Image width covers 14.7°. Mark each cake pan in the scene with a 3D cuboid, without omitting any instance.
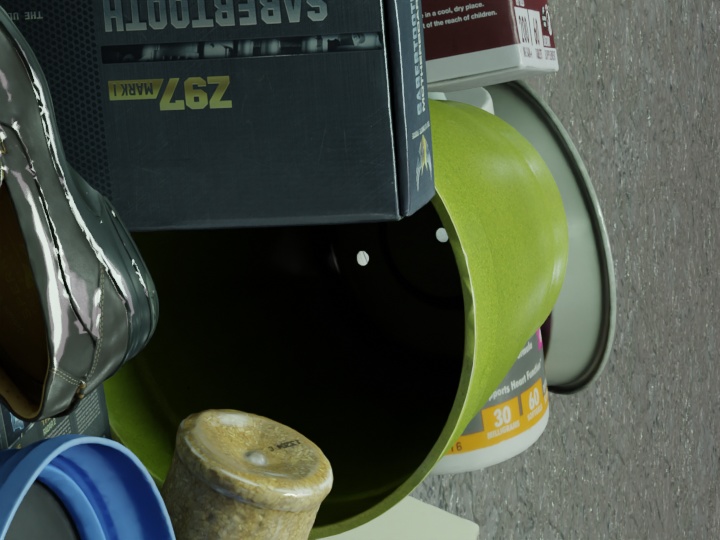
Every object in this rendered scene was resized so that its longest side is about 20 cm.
[{"bbox_3d":[0.082,-0.018,1.635,0.200,0.037,0.201,47,-33,46],"label":"cake pan"}]

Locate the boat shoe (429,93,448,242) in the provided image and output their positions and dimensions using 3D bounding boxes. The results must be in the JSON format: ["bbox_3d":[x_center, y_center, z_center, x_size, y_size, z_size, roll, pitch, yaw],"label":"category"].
[{"bbox_3d":[0.014,-0.108,1.410,0.070,0.071,0.202,118,-46,-77],"label":"boat shoe"}]

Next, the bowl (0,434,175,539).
[{"bbox_3d":[-0.118,0.160,1.023,0.201,0.039,0.202,1,90,-71],"label":"bowl"}]

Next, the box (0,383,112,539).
[{"bbox_3d":[-0.154,0.086,1.057,0.200,0.051,0.159,-52,139,-62],"label":"box"}]

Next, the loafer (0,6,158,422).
[{"bbox_3d":[-0.145,-0.038,0.989,0.200,0.073,0.072,55,30,-13],"label":"loafer"}]

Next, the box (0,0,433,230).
[{"bbox_3d":[-0.077,-0.096,1.042,0.051,0.199,0.159,-40,127,-70],"label":"box"}]

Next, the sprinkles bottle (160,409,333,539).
[{"bbox_3d":[-0.073,0.158,1.153,0.201,0.068,0.068,-70,169,21],"label":"sprinkles bottle"}]

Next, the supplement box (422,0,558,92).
[{"bbox_3d":[0.037,-0.182,1.236,0.109,0.061,0.201,-16,96,-77],"label":"supplement box"}]

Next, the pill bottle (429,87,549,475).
[{"bbox_3d":[0.039,0.003,1.549,0.116,0.116,0.201,-54,140,-61],"label":"pill bottle"}]

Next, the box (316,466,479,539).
[{"bbox_3d":[-0.012,0.197,1.225,0.095,0.077,0.201,121,-12,-47],"label":"box"}]

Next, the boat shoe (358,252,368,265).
[{"bbox_3d":[-0.037,-0.008,1.402,0.200,0.072,0.066,67,22,-67],"label":"boat shoe"}]

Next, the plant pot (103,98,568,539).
[{"bbox_3d":[0.000,0.000,1.250,0.193,0.199,0.201,-20,109,-61],"label":"plant pot"}]
